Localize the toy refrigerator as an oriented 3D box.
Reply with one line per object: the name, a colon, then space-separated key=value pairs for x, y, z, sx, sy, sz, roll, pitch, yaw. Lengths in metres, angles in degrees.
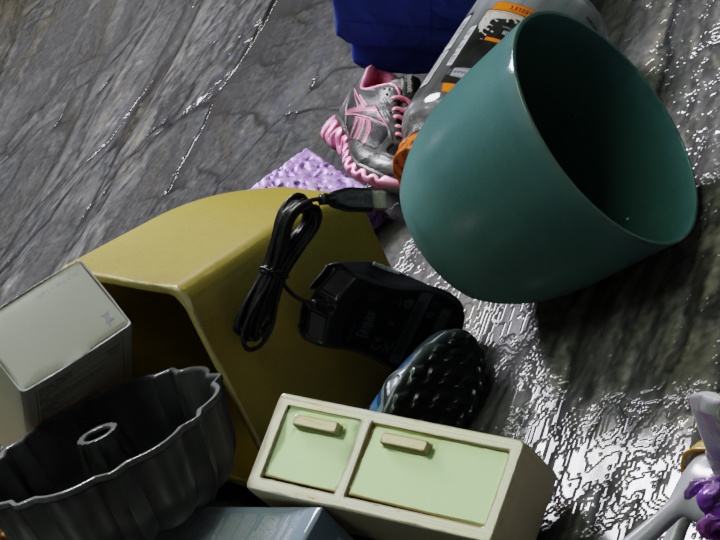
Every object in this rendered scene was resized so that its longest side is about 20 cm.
toy refrigerator: x=0.026 y=0.145 z=1.560 sx=0.200 sy=0.070 sz=0.076 roll=10 pitch=69 yaw=33

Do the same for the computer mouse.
computer mouse: x=0.000 y=0.000 z=1.708 sx=0.046 sy=0.200 sz=0.141 roll=45 pitch=120 yaw=51

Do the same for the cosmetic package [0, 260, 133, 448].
cosmetic package: x=-0.239 y=0.087 z=1.779 sx=0.103 sy=0.200 sz=0.073 roll=-32 pitch=69 yaw=-20

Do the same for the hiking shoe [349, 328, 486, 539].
hiking shoe: x=0.013 y=0.120 z=1.680 sx=0.200 sy=0.074 sz=0.087 roll=-52 pitch=31 yaw=-18

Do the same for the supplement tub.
supplement tub: x=0.114 y=-0.141 z=1.866 sx=0.122 sy=0.123 sz=0.200 roll=-3 pitch=47 yaw=48

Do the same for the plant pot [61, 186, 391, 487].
plant pot: x=-0.080 y=0.034 z=1.805 sx=0.200 sy=0.194 sz=0.195 roll=-37 pitch=25 yaw=-27

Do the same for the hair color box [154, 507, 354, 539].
hair color box: x=-0.078 y=0.222 z=1.625 sx=0.200 sy=0.099 sz=0.061 roll=-6 pitch=45 yaw=47

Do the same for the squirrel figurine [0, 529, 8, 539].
squirrel figurine: x=-0.296 y=0.237 z=1.775 sx=0.200 sy=0.187 sz=0.142 roll=-36 pitch=29 yaw=10

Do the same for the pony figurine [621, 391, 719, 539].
pony figurine: x=0.228 y=0.138 z=1.347 sx=0.200 sy=0.166 sz=0.193 roll=-58 pitch=22 yaw=1

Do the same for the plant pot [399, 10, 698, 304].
plant pot: x=0.127 y=-0.068 z=1.686 sx=0.161 sy=0.201 sz=0.201 roll=-35 pitch=28 yaw=33

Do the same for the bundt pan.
bundt pan: x=-0.179 y=0.151 z=1.652 sx=0.202 sy=0.076 sz=0.202 roll=-21 pitch=16 yaw=6

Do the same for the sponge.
sponge: x=-0.085 y=-0.024 z=1.959 sx=0.200 sy=0.030 sz=0.112 roll=-36 pitch=48 yaw=-20

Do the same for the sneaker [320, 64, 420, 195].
sneaker: x=0.028 y=-0.124 z=1.969 sx=0.095 sy=0.079 sz=0.200 roll=-61 pitch=28 yaw=12

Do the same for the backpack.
backpack: x=0.087 y=-0.262 z=2.026 sx=0.200 sy=0.168 sz=0.163 roll=4 pitch=46 yaw=9
